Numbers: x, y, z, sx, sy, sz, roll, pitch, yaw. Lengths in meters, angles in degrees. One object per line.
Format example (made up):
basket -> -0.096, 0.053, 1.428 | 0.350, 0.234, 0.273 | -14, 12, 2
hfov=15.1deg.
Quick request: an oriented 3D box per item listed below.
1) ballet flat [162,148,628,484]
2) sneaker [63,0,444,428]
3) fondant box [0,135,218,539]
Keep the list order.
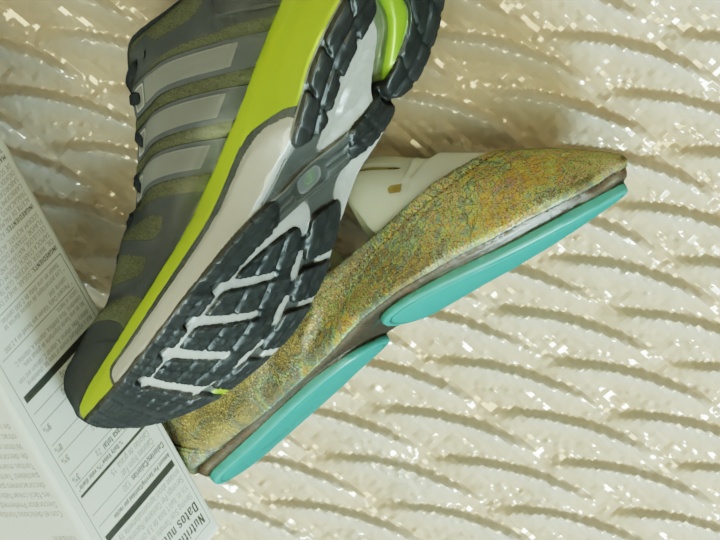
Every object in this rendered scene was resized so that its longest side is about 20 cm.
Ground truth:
ballet flat -> 0.000, 0.000, 0.942 | 0.200, 0.071, 0.071 | -36, 110, 24
sneaker -> -0.047, -0.038, 0.901 | 0.081, 0.074, 0.200 | 36, 101, 31
fondant box -> -0.158, 0.033, 0.956 | 0.144, 0.058, 0.200 | -4, 123, 39
